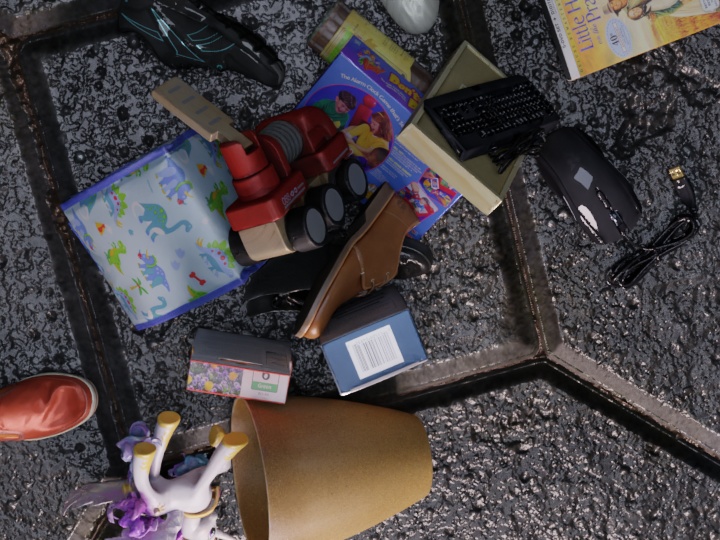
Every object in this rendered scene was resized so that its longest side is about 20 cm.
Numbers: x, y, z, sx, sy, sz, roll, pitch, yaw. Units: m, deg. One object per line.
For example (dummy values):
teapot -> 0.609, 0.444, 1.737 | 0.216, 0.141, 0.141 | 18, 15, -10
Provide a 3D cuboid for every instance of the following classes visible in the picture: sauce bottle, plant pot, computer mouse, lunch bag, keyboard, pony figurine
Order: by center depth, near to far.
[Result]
keyboard -> 0.156, -0.163, 1.464 | 0.104, 0.199, 0.040 | 54, 130, 11
lunch bag -> -0.213, -0.041, 1.503 | 0.199, 0.127, 0.171 | -26, 99, 29
pony figurine -> -0.220, 0.252, 1.517 | 0.191, 0.167, 0.201 | -4, 129, -20
sauce bottle -> 0.035, -0.213, 1.524 | 0.199, 0.065, 0.065 | 37, 94, -6
plant pot -> -0.028, 0.216, 1.531 | 0.198, 0.186, 0.188 | -7, 98, -17
computer mouse -> 0.299, -0.089, 1.565 | 0.140, 0.046, 0.201 | -33, 98, 2

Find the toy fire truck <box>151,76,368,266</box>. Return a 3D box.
toy fire truck -> -0.106, -0.126, 1.434 | 0.128, 0.176, 0.201 | -12, 112, 30

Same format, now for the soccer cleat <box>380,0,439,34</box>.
soccer cleat -> 0.044, -0.355, 1.495 | 0.069, 0.078, 0.202 | -15, 97, -14

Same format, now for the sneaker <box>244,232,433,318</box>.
sneaker -> -0.023, 0.012, 1.526 | 0.198, 0.060, 0.105 | 7, 52, 3

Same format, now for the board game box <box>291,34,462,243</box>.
board game box -> 0.026, -0.138, 1.508 | 0.200, 0.045, 0.134 | 40, 129, -7

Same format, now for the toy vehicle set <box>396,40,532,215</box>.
toy vehicle set -> 0.123, -0.156, 1.480 | 0.124, 0.200, 0.027 | 40, 129, -7

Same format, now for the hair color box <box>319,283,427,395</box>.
hair color box -> 0.009, 0.071, 1.489 | 0.099, 0.200, 0.061 | -22, 98, 0

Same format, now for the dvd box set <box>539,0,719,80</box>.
dvd box set -> 0.300, -0.315, 1.545 | 0.199, 0.029, 0.147 | -20, 98, -1

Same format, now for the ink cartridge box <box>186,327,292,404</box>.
ink cartridge box -> -0.129, 0.107, 1.484 | 0.108, 0.200, 0.051 | 9, 96, -5

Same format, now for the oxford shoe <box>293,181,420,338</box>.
oxford shoe -> 0.000, 0.000, 1.463 | 0.071, 0.071, 0.201 | 39, 67, -8

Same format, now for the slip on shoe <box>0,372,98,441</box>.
slip on shoe -> -0.392, 0.159, 1.546 | 0.198, 0.061, 0.075 | -7, 96, -4

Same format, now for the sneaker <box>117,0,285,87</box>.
sneaker -> -0.174, -0.250, 1.511 | 0.199, 0.075, 0.080 | 33, 105, 1
